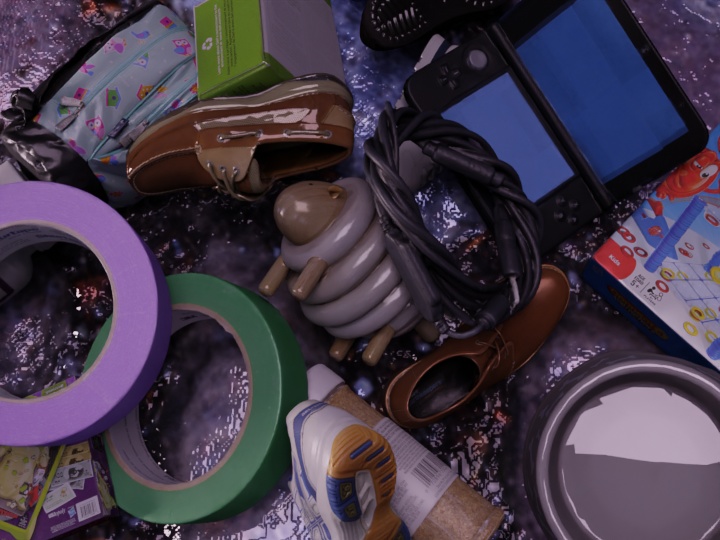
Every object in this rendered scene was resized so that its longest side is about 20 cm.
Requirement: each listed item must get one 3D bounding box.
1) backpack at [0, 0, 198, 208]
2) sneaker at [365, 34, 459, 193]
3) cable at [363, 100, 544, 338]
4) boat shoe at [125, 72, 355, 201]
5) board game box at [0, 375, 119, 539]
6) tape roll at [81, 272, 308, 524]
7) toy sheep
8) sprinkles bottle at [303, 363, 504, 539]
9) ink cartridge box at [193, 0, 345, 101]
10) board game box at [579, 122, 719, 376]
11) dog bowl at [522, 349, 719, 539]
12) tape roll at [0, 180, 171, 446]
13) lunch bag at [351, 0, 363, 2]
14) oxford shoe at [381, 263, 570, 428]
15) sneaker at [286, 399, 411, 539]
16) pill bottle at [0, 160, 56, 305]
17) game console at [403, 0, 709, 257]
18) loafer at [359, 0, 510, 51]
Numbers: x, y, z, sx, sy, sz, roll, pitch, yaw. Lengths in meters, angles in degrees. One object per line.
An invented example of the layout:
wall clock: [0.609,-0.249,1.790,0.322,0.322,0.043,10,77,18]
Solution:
backpack: [-0.214,-0.142,0.872,0.127,0.167,0.200,44,74,-4]
sneaker: [0.063,-0.123,0.888,0.080,0.076,0.202,27,76,1]
cable: [0.079,-0.053,0.771,0.162,0.051,0.202,-27,88,-39]
boat shoe: [-0.098,-0.099,0.789,0.198,0.076,0.075,-18,62,8]
board game box: [-0.302,0.180,0.795,0.198,0.032,0.121,-23,74,11]
tape roll: [-0.141,0.105,0.791,0.198,0.048,0.203,-6,76,24]
toy sheep: [0.000,0.000,0.809,0.137,0.200,0.139,-29,34,22]
sprinkles bottle: [0.022,0.163,0.789,0.199,0.068,0.068,37,76,14]
ink cartridge box: [-0.082,-0.217,0.878,0.075,0.148,0.202,-21,61,22]
board game box: [0.333,-0.004,0.839,0.200,0.056,0.196,43,78,15]
dog bowl: [0.227,0.160,0.760,0.197,0.059,0.203,-2,82,12]
tape roll: [-0.252,0.036,0.752,0.197,0.066,0.203,0,80,-1]
lunch bag: [0.028,-0.359,0.900,0.135,0.200,0.133,-28,74,-13]
oxford shoe: [0.109,0.067,0.810,0.200,0.071,0.072,-40,93,-11]
sneaker: [-0.013,0.187,0.749,0.075,0.202,0.088,-21,34,-32]
pill bottle: [-0.363,-0.004,0.842,0.200,0.112,0.112,-40,74,-11]
game console: [0.166,-0.136,0.830,0.170,0.118,0.201,-33,89,-22]
loafer: [0.074,-0.271,0.935,0.199,0.071,0.074,-27,100,-23]
